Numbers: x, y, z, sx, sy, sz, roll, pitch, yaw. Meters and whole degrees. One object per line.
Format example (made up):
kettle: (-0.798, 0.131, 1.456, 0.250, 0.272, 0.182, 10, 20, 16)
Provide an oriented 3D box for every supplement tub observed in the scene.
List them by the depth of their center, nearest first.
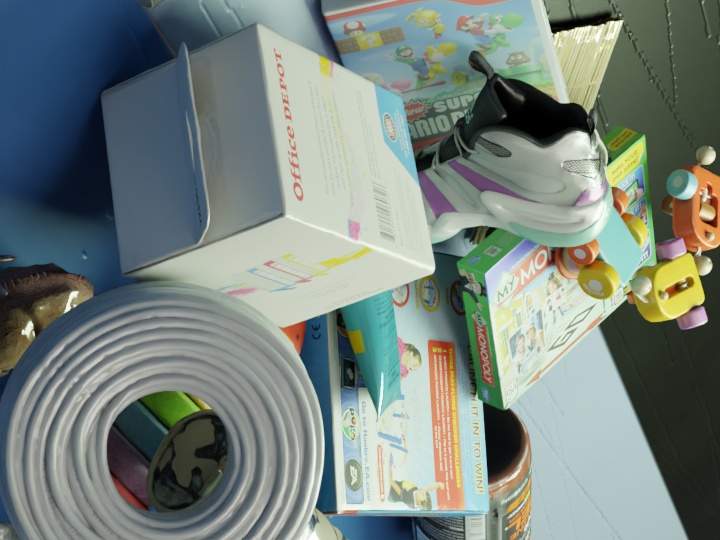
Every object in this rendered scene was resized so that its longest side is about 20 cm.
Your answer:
supplement tub: (0.097, 0.207, 1.846, 0.107, 0.107, 0.200, -34, 145, -23)

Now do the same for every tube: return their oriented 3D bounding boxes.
tube: (0.000, 0.000, 1.470, 0.077, 0.050, 0.200, -34, 112, -68)

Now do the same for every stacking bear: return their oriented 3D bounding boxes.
stacking bear: (-0.119, 0.079, 1.445, 0.200, 0.114, 0.121, -44, 126, -6)

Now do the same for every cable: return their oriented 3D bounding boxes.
cable: (-0.119, 0.106, 1.271, 0.200, 0.200, 0.069, -66, -171, -2)

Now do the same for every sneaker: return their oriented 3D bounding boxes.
sneaker: (0.073, -0.091, 1.469, 0.078, 0.199, 0.140, -75, 161, -49)

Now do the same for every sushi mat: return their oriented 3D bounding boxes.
sushi mat: (0.147, -0.108, 1.673, 0.096, 0.012, 0.200, -17, 135, -42)

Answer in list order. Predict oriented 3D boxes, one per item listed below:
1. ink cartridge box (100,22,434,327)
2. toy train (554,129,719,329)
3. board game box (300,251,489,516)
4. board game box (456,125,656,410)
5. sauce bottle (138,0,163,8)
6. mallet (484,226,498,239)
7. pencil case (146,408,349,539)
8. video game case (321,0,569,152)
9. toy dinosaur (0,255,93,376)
ink cartridge box: (-0.064, -0.058, 1.324, 0.125, 0.129, 0.200, -20, 158, 28)
toy train: (0.210, -0.033, 1.609, 0.200, 0.056, 0.151, 15, 70, -43)
board game box: (0.014, 0.082, 1.560, 0.196, 0.056, 0.201, 10, 74, -54)
board game box: (0.154, -0.003, 1.617, 0.200, 0.029, 0.135, -40, 136, -32)
sauce bottle: (-0.061, -0.231, 1.249, 0.200, 0.065, 0.065, -44, 147, -13)
mallet: (0.102, 0.011, 1.671, 0.066, 0.041, 0.200, -47, 164, -3)
pencil case: (-0.064, 0.173, 1.405, 0.078, 0.089, 0.200, -49, 132, -10)
video game case: (0.066, -0.137, 1.468, 0.143, 0.017, 0.200, -11, 146, 9)
toy dinosaur: (-0.220, 0.027, 1.305, 0.200, 0.086, 0.136, -21, 133, -42)
